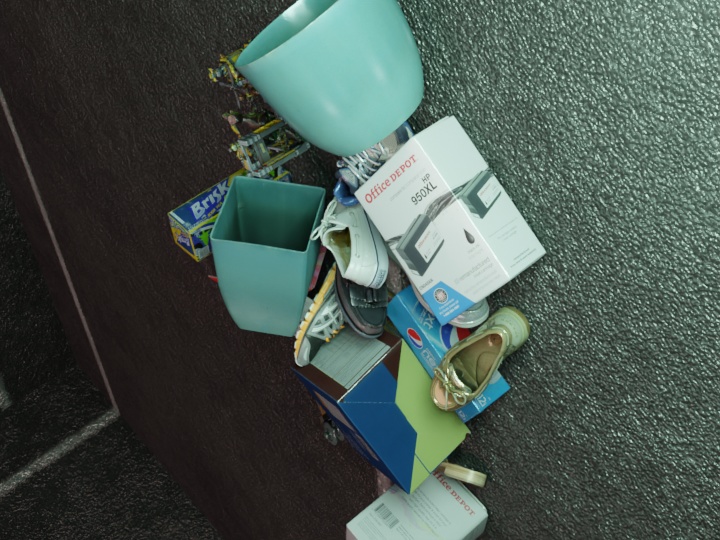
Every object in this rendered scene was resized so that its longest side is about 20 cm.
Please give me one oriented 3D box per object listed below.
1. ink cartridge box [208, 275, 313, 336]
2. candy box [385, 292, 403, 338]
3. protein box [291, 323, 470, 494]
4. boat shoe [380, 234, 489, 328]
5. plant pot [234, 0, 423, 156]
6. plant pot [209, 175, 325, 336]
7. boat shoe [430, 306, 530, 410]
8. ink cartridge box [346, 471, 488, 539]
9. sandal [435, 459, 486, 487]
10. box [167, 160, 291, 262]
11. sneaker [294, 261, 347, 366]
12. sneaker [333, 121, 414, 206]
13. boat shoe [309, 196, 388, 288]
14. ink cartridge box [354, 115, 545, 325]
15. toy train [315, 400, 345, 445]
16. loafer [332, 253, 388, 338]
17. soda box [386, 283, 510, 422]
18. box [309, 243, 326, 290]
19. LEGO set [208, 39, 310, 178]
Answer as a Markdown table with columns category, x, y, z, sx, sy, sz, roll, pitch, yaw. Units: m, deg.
| category | x | y | z | sx | sy | sz | roll | pitch | yaw |
| --- | --- | --- | --- | --- | --- | --- | --- | --- | --- |
| ink cartridge box | -0.140 | 0.069 | 1.839 | 0.174 | 0.045 | 0.199 | 2 | 159 | 39 |
| candy box | 0.031 | 0.069 | 1.716 | 0.199 | 0.026 | 0.103 | 34 | 145 | 41 |
| protein box | 0.028 | 0.197 | 1.668 | 0.200 | 0.135 | 0.199 | 53 | 168 | -22 |
| boat shoe | 0.096 | -0.009 | 1.446 | 0.203 | 0.074 | 0.065 | 53 | 161 | 26 |
| plant pot | -0.019 | -0.233 | 1.262 | 0.162 | 0.201 | 0.200 | 51 | 159 | -21 |
| plant pot | -0.132 | -0.009 | 1.614 | 0.139 | 0.143 | 0.202 | 8 | 134 | 6 |
| boat shoe | 0.144 | 0.123 | 1.440 | 0.073 | 0.062 | 0.201 | 44 | 130 | 13 |
| ink cartridge box | 0.094 | 0.428 | 1.820 | 0.145 | 0.199 | 0.088 | 43 | 156 | 25 |
| sandal | 0.120 | 0.293 | 1.787 | 0.209 | 0.071 | 0.077 | 11 | 167 | 37 |
| box | -0.205 | -0.101 | 1.748 | 0.070 | 0.199 | 0.065 | 35 | 148 | 37 |
| sneaker | -0.038 | 0.061 | 1.657 | 0.076 | 0.202 | 0.078 | 29 | -175 | -2 |
| sneaker | 0.014 | -0.138 | 1.428 | 0.077 | 0.085 | 0.201 | 51 | 155 | 12 |
| boat shoe | -0.028 | -0.052 | 1.511 | 0.075 | 0.085 | 0.204 | -62 | 30 | 33 |
| ink cartridge box | 0.104 | -0.059 | 1.316 | 0.202 | 0.084 | 0.144 | 56 | 139 | 4 |
| toy train | -0.029 | 0.244 | 1.987 | 0.116 | 0.084 | 0.200 | 66 | 159 | 10 |
| loafer | 0.000 | 0.000 | 1.572 | 0.063 | 0.071 | 0.202 | 119 | 147 | -45 |
| soda box | 0.121 | 0.110 | 1.548 | 0.201 | 0.064 | 0.068 | 54 | 155 | 7 |
| box | -0.139 | -0.016 | 1.812 | 0.101 | 0.096 | 0.199 | 24 | 163 | -17 |
| LEGO set | -0.172 | -0.228 | 1.633 | 0.153 | 0.115 | 0.203 | 27 | 142 | 48 |
